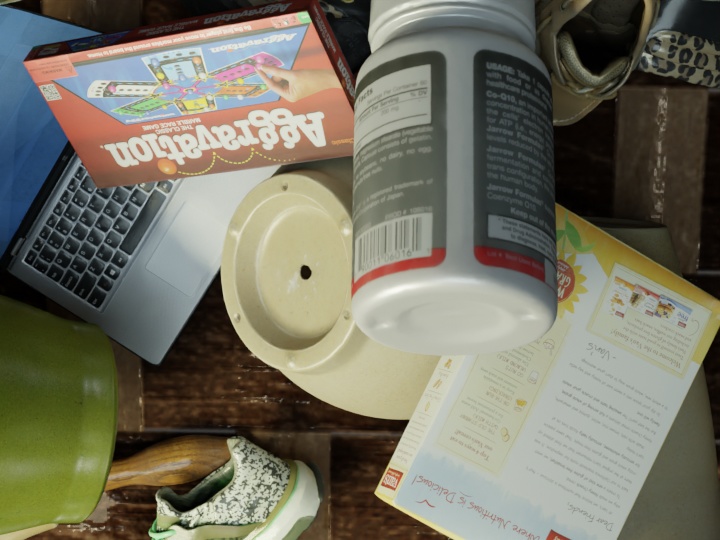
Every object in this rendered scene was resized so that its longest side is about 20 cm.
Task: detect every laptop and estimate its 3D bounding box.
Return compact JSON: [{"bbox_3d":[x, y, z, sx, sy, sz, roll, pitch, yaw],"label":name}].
[{"bbox_3d":[-0.179,-0.048,1.193,0.200,0.116,0.188,33,107,-2],"label":"laptop"}]

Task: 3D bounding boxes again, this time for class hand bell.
[{"bbox_3d":[-0.183,0.143,1.289,0.199,0.104,0.105,-12,108,-9],"label":"hand bell"}]

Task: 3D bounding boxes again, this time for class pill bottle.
[{"bbox_3d":[0.052,-0.063,1.033,0.113,0.114,0.201,1,68,0],"label":"pill bottle"}]

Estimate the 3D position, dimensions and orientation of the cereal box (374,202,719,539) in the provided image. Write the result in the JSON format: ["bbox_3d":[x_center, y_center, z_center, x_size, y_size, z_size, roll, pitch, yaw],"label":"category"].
[{"bbox_3d":[0.114,0.076,1.092,0.144,0.040,0.201,30,84,-19],"label":"cereal box"}]

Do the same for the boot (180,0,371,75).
[{"bbox_3d":[-0.033,-0.203,1.154,0.150,0.200,0.073,-36,147,-18],"label":"boot"}]

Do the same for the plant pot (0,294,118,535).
[{"bbox_3d":[-0.261,0.091,1.162,0.192,0.200,0.201,7,110,-24],"label":"plant pot"}]

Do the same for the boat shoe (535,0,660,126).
[{"bbox_3d":[0.130,-0.134,1.082,0.071,0.065,0.200,12,153,-2],"label":"boat shoe"}]

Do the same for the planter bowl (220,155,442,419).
[{"bbox_3d":[0.000,0.000,1.146,0.200,0.134,0.201,3,94,41],"label":"planter bowl"}]

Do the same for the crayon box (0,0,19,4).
[{"bbox_3d":[-0.213,-0.272,1.112,0.051,0.127,0.201,-3,111,30],"label":"crayon box"}]

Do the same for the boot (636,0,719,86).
[{"bbox_3d":[0.169,-0.210,1.154,0.199,0.073,0.151,16,109,-8],"label":"boot"}]

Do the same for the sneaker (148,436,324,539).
[{"bbox_3d":[-0.122,0.187,1.290,0.200,0.077,0.089,-45,114,6],"label":"sneaker"}]

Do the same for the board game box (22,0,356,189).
[{"bbox_3d":[-0.096,-0.103,1.104,0.199,0.019,0.103,-6,130,28],"label":"board game box"}]

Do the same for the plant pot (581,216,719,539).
[{"bbox_3d":[0.150,0.068,1.210,0.186,0.187,0.201,3,95,0],"label":"plant pot"}]
